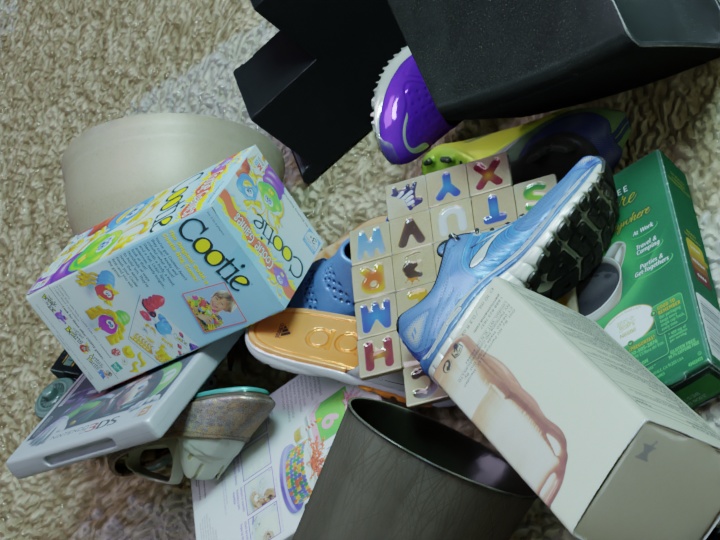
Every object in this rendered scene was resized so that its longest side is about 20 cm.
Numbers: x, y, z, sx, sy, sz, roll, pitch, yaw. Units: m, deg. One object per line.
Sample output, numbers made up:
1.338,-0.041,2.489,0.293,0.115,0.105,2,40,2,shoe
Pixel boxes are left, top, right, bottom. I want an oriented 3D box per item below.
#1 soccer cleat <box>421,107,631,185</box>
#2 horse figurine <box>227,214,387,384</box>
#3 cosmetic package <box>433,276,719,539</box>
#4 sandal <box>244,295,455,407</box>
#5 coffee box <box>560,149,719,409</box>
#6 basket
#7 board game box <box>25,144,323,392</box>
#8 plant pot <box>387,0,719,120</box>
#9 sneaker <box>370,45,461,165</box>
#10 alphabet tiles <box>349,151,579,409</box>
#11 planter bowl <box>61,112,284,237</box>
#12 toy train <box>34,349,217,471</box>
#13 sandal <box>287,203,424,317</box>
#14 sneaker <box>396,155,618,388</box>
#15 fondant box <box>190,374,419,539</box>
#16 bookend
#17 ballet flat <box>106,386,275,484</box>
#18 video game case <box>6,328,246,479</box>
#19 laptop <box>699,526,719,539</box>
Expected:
0.131,-0.089,1.408,0.200,0.065,0.084,-7,26,50,soccer cleat
-0.047,0.028,1.503,0.200,0.050,0.133,-18,57,34,horse figurine
0.143,0.095,1.130,0.087,0.103,0.200,-59,31,10,cosmetic package
0.010,0.050,1.339,0.207,0.059,0.079,7,46,10,sandal
0.192,0.021,1.258,0.123,0.044,0.200,-34,43,28,coffee box
0.014,0.208,1.226,0.136,0.180,0.200,32,98,32,basket
-0.148,0.000,1.415,0.200,0.105,0.103,-23,21,30,board game box
0.133,-0.211,1.319,0.177,0.199,0.200,-31,79,32,plant pot
0.090,-0.165,1.462,0.099,0.070,0.200,10,53,40,sneaker
0.073,0.004,1.304,0.166,0.006,0.200,-15,54,14,alphabet tiles
-0.165,-0.034,1.571,0.200,0.200,0.135,-21,61,36,planter bowl
-0.212,0.109,1.595,0.200,0.085,0.114,5,57,48,toy train
0.000,0.000,1.405,0.200,0.087,0.080,-28,58,11,sandal
0.100,-0.012,1.249,0.200,0.079,0.089,-45,55,-9,sneaker
-0.043,0.159,1.392,0.200,0.058,0.144,-36,40,24,fondant box
-0.050,-0.211,1.563,0.200,0.199,0.092,-41,41,18,bookend
-0.138,0.137,1.425,0.200,0.068,0.067,-15,70,48,ballet flat
-0.180,0.085,1.459,0.182,0.023,0.200,-19,24,39,video game case
0.221,0.256,1.077,0.177,0.103,0.200,-64,13,-13,laptop
